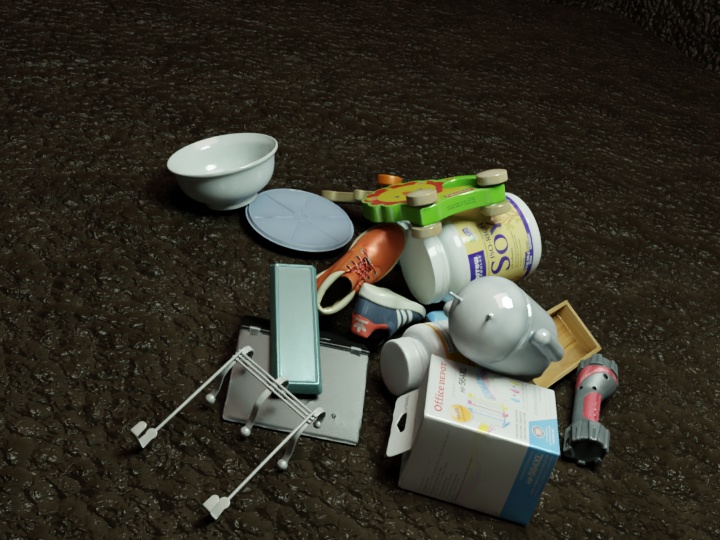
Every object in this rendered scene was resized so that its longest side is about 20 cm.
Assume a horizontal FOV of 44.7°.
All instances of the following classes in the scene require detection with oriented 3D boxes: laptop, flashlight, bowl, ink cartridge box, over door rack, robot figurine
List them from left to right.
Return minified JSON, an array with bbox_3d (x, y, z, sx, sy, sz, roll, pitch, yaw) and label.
[{"bbox_3d":[-0.237,-0.168,1.554,0.197,0.092,0.202,-7,27,4],"label":"bowl"},{"bbox_3d":[-0.160,0.198,1.071,0.147,0.067,0.199,35,50,23],"label":"over door rack"},{"bbox_3d":[-0.089,0.147,1.233,0.184,0.118,0.200,13,2,-7],"label":"laptop"},{"bbox_3d":[0.139,0.212,1.123,0.196,0.127,0.129,16,31,-1],"label":"ink cartridge box"},{"bbox_3d":[0.188,0.079,1.160,0.168,0.115,0.199,13,-14,39],"label":"robot figurine"},{"bbox_3d":[0.346,0.204,1.291,0.067,0.068,0.201,29,32,0],"label":"flashlight"}]

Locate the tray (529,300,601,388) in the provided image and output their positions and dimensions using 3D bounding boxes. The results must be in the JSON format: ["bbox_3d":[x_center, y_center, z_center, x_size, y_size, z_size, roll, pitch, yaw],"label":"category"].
[{"bbox_3d":[0.298,0.124,1.391,0.198,0.037,0.099,-21,71,-46],"label":"tray"}]

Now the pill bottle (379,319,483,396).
[{"bbox_3d":[0.129,0.127,1.268,0.197,0.111,0.109,-6,37,-32],"label":"pill bottle"}]

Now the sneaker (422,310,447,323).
[{"bbox_3d":[0.190,0.069,1.406,0.197,0.091,0.079,-3,35,-26],"label":"sneaker"}]

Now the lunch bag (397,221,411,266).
[{"bbox_3d":[0.146,-0.053,1.591,0.159,0.078,0.199,28,34,22],"label":"lunch bag"}]

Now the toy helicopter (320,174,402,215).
[{"bbox_3d":[0.014,-0.134,1.640,0.197,0.081,0.132,7,1,32],"label":"toy helicopter"}]

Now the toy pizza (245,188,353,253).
[{"bbox_3d":[-0.110,-0.084,1.565,0.196,0.032,0.201,11,33,-7],"label":"toy pizza"}]

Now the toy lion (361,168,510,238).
[{"bbox_3d":[0.108,-0.113,1.366,0.197,0.070,0.191,-17,18,-19],"label":"toy lion"}]

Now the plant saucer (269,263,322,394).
[{"bbox_3d":[-0.089,0.074,1.202,0.069,0.019,0.203,4,55,-13],"label":"plant saucer"}]

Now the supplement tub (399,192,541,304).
[{"bbox_3d":[0.175,-0.034,1.413,0.197,0.147,0.146,-18,42,-21],"label":"supplement tub"}]

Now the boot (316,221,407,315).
[{"bbox_3d":[0.000,0.000,1.331,0.075,0.199,0.107,50,-8,-7],"label":"boot"}]

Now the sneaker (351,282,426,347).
[{"bbox_3d":[0.037,0.075,1.344,0.074,0.086,0.199,24,2,27],"label":"sneaker"}]

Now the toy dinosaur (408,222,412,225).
[{"bbox_3d":[0.115,-0.094,1.524,0.088,0.048,0.199,47,48,15],"label":"toy dinosaur"}]
